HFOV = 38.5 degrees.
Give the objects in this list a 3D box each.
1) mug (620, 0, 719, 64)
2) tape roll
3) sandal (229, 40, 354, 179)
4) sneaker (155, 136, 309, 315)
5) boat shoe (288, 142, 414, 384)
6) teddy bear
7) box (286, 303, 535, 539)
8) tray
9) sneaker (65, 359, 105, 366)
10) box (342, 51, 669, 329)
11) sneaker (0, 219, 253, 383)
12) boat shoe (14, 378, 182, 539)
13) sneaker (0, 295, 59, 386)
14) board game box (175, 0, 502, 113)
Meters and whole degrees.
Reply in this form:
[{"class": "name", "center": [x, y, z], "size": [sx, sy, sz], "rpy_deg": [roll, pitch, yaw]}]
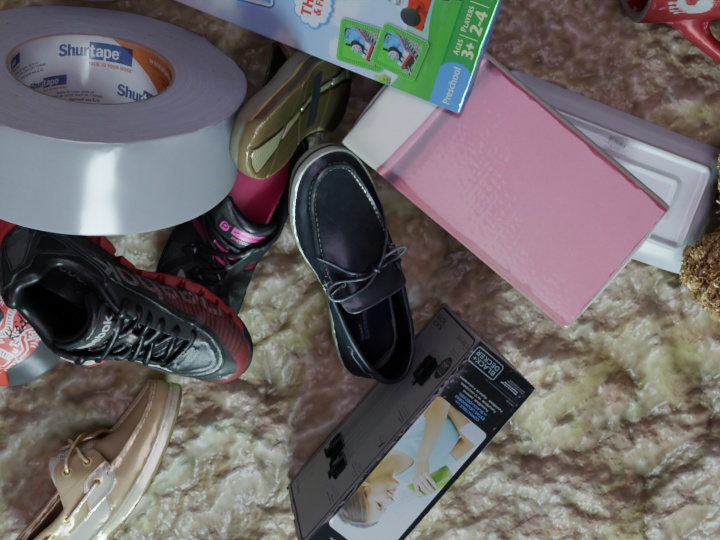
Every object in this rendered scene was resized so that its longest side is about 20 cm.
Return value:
[{"class": "mug", "center": [0.297, -0.223, 0.743], "size": [0.199, 0.133, 0.179], "rpy_deg": [-5, 79, -2]}, {"class": "tape roll", "center": [-0.176, -0.104, 0.675], "size": [0.199, 0.201, 0.066], "rpy_deg": [7, 125, -8]}, {"class": "sandal", "center": [-0.047, -0.124, 0.700], "size": [0.054, 0.200, 0.081], "rpy_deg": [22, 124, 12]}, {"class": "sneaker", "center": [-0.100, -0.027, 0.760], "size": [0.076, 0.084, 0.201], "rpy_deg": [22, 97, -9]}, {"class": "boat shoe", "center": [0.000, 0.000, 0.758], "size": [0.074, 0.062, 0.201], "rpy_deg": [-26, 122, -21]}, {"class": "teddy bear", "center": [0.330, -0.046, 0.821], "size": [0.144, 0.067, 0.201], "rpy_deg": [18, 97, -28]}, {"class": "box", "center": [0.033, 0.131, 0.789], "size": [0.060, 0.117, 0.200], "rpy_deg": [40, 92, -14]}, {"class": "tray", "center": [0.192, -0.075, 0.817], "size": [0.199, 0.022, 0.108], "rpy_deg": [19, 96, -9]}, {"class": "sneaker", "center": [-0.238, -0.016, 0.741], "size": [0.078, 0.082, 0.201], "rpy_deg": [-33, 104, -15]}, {"class": "box", "center": [0.100, -0.068, 0.734], "size": [0.200, 0.128, 0.109], "rpy_deg": [40, 97, 1]}, {"class": "sneaker", "center": [-0.157, 0.033, 0.691], "size": [0.200, 0.098, 0.071], "rpy_deg": [34, 110, -26]}, {"class": "boat shoe", "center": [-0.207, 0.163, 0.787], "size": [0.069, 0.074, 0.201], "rpy_deg": [30, 96, -17]}, {"class": "sneaker", "center": [-0.314, 0.049, 0.720], "size": [0.201, 0.067, 0.108], "rpy_deg": [-20, 132, 21]}, {"class": "board game box", "center": [-0.008, -0.197, 0.613], "size": [0.199, 0.037, 0.152], "rpy_deg": [23, 133, 6]}]
